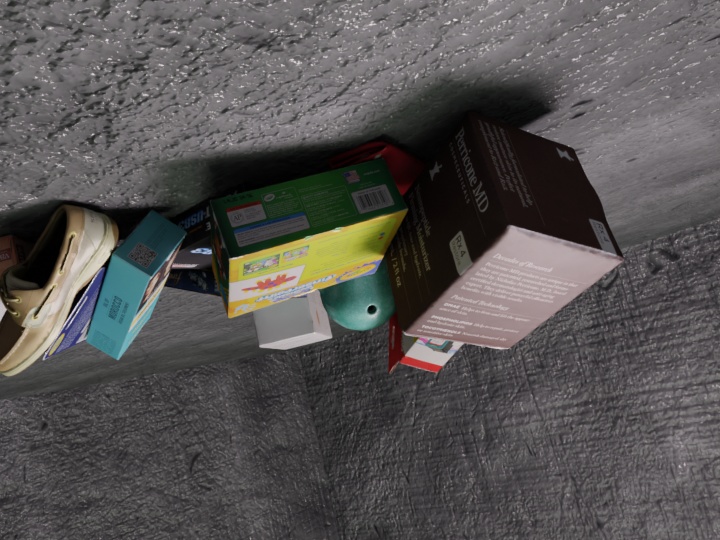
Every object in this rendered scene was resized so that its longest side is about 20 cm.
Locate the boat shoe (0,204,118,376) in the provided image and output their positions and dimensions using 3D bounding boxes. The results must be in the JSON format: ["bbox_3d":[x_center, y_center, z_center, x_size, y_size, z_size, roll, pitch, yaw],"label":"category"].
[{"bbox_3d":[-0.339,0.016,0.645,0.074,0.201,0.066,32,178,34],"label":"boat shoe"}]

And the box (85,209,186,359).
[{"bbox_3d":[-0.276,0.023,0.750,0.200,0.049,0.083,-50,-169,45],"label":"box"}]

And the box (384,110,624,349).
[{"bbox_3d":[0.148,-0.035,0.707,0.163,0.167,0.200,11,139,-26],"label":"box"}]

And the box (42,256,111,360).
[{"bbox_3d":[-0.332,0.037,0.754,0.032,0.122,0.200,32,176,-8],"label":"box"}]

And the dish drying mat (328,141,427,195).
[{"bbox_3d":[0.037,-0.121,0.761,0.076,0.018,0.200,-19,169,22],"label":"dish drying mat"}]

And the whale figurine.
[{"bbox_3d":[0.000,0.000,0.910,0.157,0.202,0.104,-12,-147,-9],"label":"whale figurine"}]

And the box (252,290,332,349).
[{"bbox_3d":[-0.132,0.062,1.163,0.105,0.154,0.200,-14,170,4],"label":"box"}]

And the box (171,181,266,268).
[{"bbox_3d":[-0.150,-0.049,0.817,0.197,0.050,0.199,-21,168,32],"label":"box"}]

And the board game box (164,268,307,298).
[{"bbox_3d":[-0.195,0.014,0.933,0.198,0.035,0.135,7,-175,36],"label":"board game box"}]

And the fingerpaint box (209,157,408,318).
[{"bbox_3d":[-0.066,-0.034,0.703,0.198,0.074,0.167,-17,160,-19],"label":"fingerpaint box"}]

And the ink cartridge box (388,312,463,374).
[{"bbox_3d":[0.107,0.063,0.892,0.067,0.117,0.201,16,138,-14],"label":"ink cartridge box"}]

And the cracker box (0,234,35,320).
[{"bbox_3d":[-0.435,0.019,0.758,0.132,0.058,0.200,-15,171,-3],"label":"cracker box"}]
